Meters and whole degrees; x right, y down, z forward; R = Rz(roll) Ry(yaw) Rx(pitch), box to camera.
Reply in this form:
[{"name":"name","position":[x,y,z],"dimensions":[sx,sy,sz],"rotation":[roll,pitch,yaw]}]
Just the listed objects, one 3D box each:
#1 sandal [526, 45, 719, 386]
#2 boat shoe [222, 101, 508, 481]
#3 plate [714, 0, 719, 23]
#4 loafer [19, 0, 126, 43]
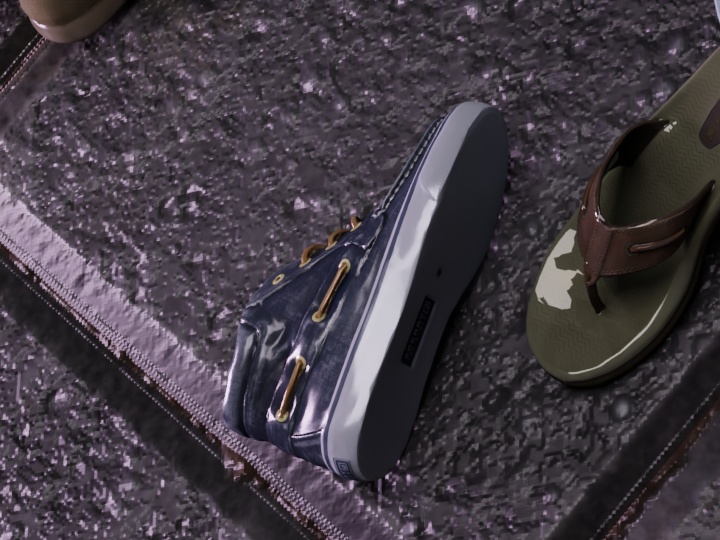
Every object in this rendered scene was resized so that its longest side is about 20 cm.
[{"name":"sandal","position":[0.137,-0.037,1.295],"dimensions":[0.080,0.057,0.201],"rotation":[45,109,37]},{"name":"boat shoe","position":[0.000,0.000,1.358],"dimensions":[0.091,0.071,0.201],"rotation":[16,76,30]},{"name":"plate","position":[0.262,-0.153,1.287],"dimensions":[0.199,0.026,0.201],"rotation":[-3,80,19]},{"name":"loafer","position":[-0.128,-0.221,1.545],"dimensions":[0.076,0.067,0.200],"rotation":[30,82,36]}]
